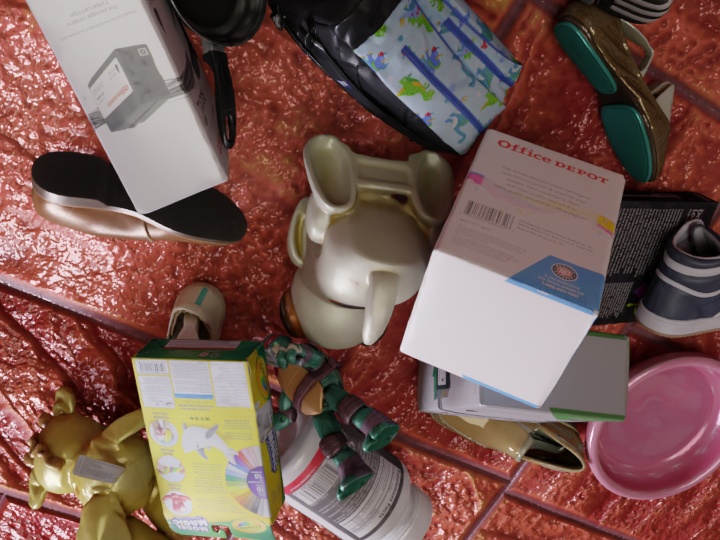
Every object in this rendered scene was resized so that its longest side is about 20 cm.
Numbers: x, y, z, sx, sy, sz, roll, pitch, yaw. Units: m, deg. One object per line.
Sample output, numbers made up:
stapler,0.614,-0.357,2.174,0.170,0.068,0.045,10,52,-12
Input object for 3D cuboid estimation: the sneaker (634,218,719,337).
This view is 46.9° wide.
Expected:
sneaker,0.381,0.001,0.865,0.200,0.070,0.109,-9,124,-29

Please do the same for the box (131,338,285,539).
box,-0.137,0.164,0.783,0.117,0.048,0.200,1,109,15

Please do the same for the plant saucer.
plant saucer,0.355,0.178,0.984,0.200,0.051,0.201,-5,116,-10

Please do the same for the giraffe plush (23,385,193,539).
giraffe plush,-0.270,0.210,0.859,0.173,0.162,0.200,-56,138,-25

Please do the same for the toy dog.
toy dog,0.000,0.000,0.782,0.139,0.194,0.200,-2,151,-22

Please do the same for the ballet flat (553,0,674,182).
ballet flat,0.258,-0.179,0.798,0.072,0.068,0.200,-41,112,-9

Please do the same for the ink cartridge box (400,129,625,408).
ink cartridge box,0.134,-0.014,0.706,0.128,0.200,0.125,22,135,7

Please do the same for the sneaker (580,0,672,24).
sneaker,0.192,-0.305,0.725,0.200,0.075,0.116,25,83,-2

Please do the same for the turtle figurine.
turtle figurine,-0.057,0.119,0.816,0.101,0.200,0.150,-29,148,-37

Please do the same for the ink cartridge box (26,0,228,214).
ink cartridge box,-0.183,-0.169,0.683,0.084,0.145,0.200,-21,118,1

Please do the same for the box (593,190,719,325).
box,0.268,-0.012,0.855,0.200,0.036,0.143,-1,118,-30

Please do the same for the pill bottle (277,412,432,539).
pill bottle,-0.015,0.237,0.930,0.111,0.111,0.200,-44,114,13

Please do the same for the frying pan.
frying pan,-0.113,-0.208,0.700,0.031,0.115,0.190,-1,114,39

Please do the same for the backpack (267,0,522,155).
backpack,0.042,-0.183,0.709,0.154,0.163,0.200,-42,123,-4

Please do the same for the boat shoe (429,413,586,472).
boat shoe,0.174,0.183,0.950,0.200,0.076,0.072,17,113,-16

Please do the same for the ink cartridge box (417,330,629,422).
ink cartridge box,0.153,0.106,0.835,0.146,0.200,0.085,7,77,-11

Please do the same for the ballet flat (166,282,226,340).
ballet flat,-0.184,0.108,0.866,0.069,0.069,0.200,8,115,-12

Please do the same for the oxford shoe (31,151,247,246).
oxford shoe,-0.209,-0.057,0.792,0.200,0.071,0.071,14,141,-15
